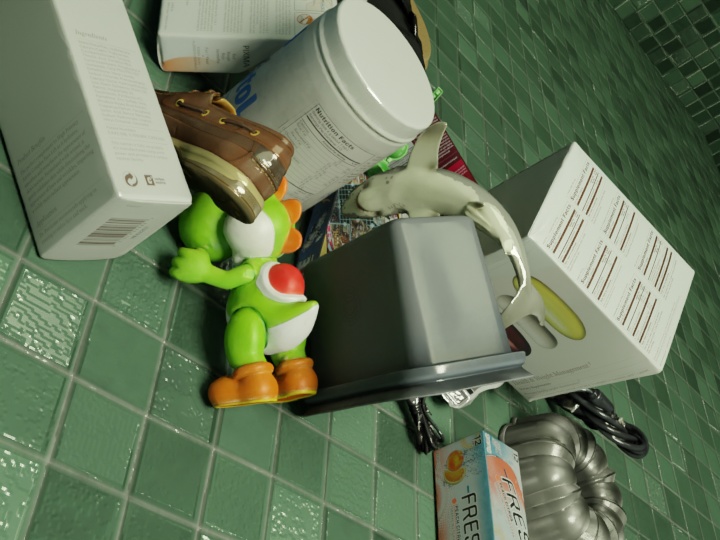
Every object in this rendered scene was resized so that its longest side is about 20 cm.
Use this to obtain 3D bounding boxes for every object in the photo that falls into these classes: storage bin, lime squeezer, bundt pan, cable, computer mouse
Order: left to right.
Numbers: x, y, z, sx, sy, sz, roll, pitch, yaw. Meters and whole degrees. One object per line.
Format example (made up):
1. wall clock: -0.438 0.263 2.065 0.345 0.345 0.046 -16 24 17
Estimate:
1. lime squeezer: 0.040 -0.146 0.946 0.038 0.071 0.201 31 48 -2
2. storage bin: 0.038 0.039 0.671 0.145 0.200 0.136 -4 80 -32
3. computer mouse: 0.100 0.121 0.888 0.199 0.044 0.110 -14 72 -52
4. bundt pan: 0.247 0.260 0.953 0.201 0.075 0.203 34 41 -36
5. cable: 0.278 0.162 1.011 0.163 0.051 0.200 36 -1 -12

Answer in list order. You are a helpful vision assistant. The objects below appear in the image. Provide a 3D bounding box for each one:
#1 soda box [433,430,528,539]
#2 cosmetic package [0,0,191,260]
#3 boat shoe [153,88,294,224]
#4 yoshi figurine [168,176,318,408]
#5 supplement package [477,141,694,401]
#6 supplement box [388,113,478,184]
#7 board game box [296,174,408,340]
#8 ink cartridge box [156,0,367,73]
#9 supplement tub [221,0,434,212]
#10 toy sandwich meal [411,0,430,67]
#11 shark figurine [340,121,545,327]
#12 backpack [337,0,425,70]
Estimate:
1. soda box: 0.119 0.261 0.774 0.063 0.068 0.201 35 39 -34
2. cosmetic package: -0.206 -0.118 0.589 0.074 0.101 0.201 -1 68 -56
3. boat shoe: -0.125 -0.105 0.636 0.200 0.068 0.072 33 -16 39
4. yoshi figurine: -0.101 0.011 0.669 0.111 0.112 0.202 -5 81 -13
5. supplement package: 0.205 0.011 0.871 0.200 0.191 0.147 43 55 -13
6. supplement box: 0.098 -0.114 1.049 0.201 0.061 0.109 59 33 -4
7. board game box: 0.000 0.000 0.825 0.135 0.034 0.201 41 44 -29
8. ink cartridge box: -0.094 -0.264 0.803 0.198 0.050 0.163 2 55 -8
9. supplement tub: -0.048 -0.133 0.727 0.132 0.199 0.133 34 40 -35
10. toy sandwich meal: 0.022 -0.354 1.131 0.205 0.070 0.206 40 36 -37
11. shark figurine: 0.100 -0.049 0.732 0.214 0.129 0.089 37 22 15
12. backpack: -0.014 -0.285 0.942 0.190 0.153 0.202 14 65 -47
